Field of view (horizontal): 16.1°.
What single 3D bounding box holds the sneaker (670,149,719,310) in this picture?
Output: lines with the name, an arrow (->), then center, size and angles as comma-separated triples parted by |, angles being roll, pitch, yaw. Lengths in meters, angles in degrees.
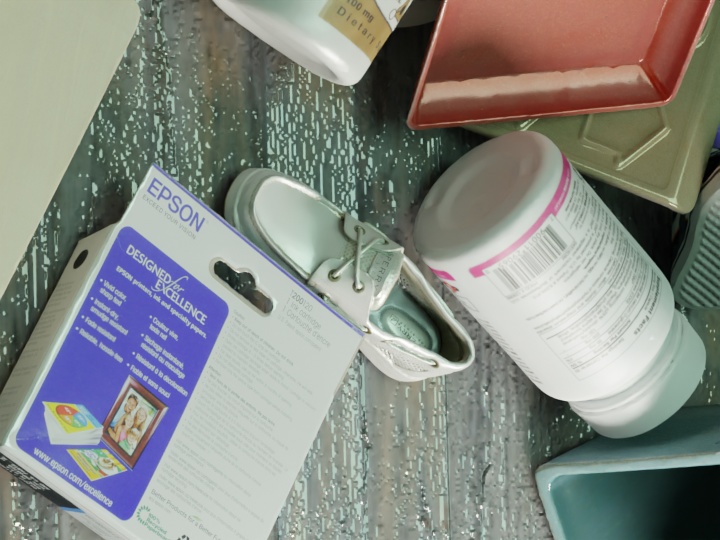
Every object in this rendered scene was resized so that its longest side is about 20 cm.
sneaker -> 0.263, -0.054, 1.772 | 0.078, 0.200, 0.080 | 10, 58, -11

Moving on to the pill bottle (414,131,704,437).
pill bottle -> 0.136, 0.013, 1.682 | 0.200, 0.113, 0.113 | 48, 59, -29

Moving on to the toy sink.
toy sink -> -0.234, -0.092, 1.387 | 0.130, 0.112, 0.200 | 35, 70, -33

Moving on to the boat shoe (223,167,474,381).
boat shoe -> 0.000, 0.000, 1.606 | 0.200, 0.069, 0.071 | 39, 66, -31

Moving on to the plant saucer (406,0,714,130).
plant saucer -> 0.135, -0.180, 1.616 | 0.199, 0.200, 0.037 | -7, 50, -22

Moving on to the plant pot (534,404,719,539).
plant pot -> 0.277, 0.181, 1.759 | 0.200, 0.196, 0.196 | -29, 105, -46

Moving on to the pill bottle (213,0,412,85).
pill bottle -> 0.003, -0.224, 1.557 | 0.114, 0.114, 0.200 | 35, 87, -33

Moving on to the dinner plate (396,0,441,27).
dinner plate -> 0.018, -0.258, 1.652 | 0.200, 0.024, 0.201 | 5, 82, -33

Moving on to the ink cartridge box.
ink cartridge box -> -0.110, 0.071, 1.524 | 0.198, 0.043, 0.200 | 40, 65, -31

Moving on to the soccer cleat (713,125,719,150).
soccer cleat -> 0.215, -0.174, 1.815 | 0.073, 0.068, 0.200 | -23, 104, -19

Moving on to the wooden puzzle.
wooden puzzle -> 0.158, -0.152, 1.734 | 0.200, 0.046, 0.186 | 22, 72, -10
